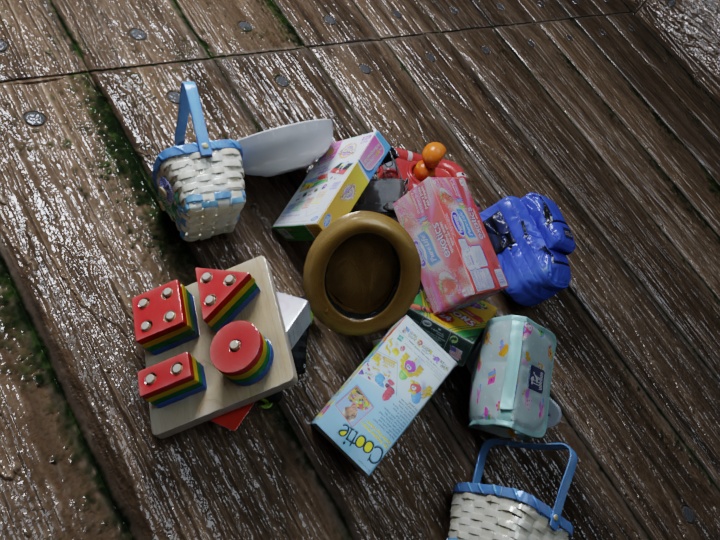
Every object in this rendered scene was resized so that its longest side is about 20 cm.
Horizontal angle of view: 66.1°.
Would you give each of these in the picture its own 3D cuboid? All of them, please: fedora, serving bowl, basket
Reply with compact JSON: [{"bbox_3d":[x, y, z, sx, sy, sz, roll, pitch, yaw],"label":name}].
[{"bbox_3d":[0.000,0.000,0.878,0.198,0.203,0.082,22,15,-14],"label":"fedora"},{"bbox_3d":[-0.138,-0.208,0.980,0.198,0.199,0.067,-20,100,-35],"label":"serving bowl"},{"bbox_3d":[-0.257,-0.165,0.872,0.137,0.176,0.203,-9,73,-24],"label":"basket"},{"bbox_3d":[0.220,0.346,0.816,0.138,0.175,0.202,35,62,-21],"label":"basket"}]

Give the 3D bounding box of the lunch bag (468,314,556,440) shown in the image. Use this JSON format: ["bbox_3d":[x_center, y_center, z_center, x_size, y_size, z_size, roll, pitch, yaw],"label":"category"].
[{"bbox_3d":[0.237,0.173,0.872,0.120,0.200,0.173,10,73,12],"label":"lunch bag"}]

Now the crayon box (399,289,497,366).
[{"bbox_3d":[0.159,0.077,0.964,0.126,0.051,0.200,28,26,17],"label":"crayon box"}]

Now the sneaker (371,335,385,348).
[{"bbox_3d":[0.105,0.159,0.945,0.197,0.067,0.092,6,73,-32],"label":"sneaker"}]

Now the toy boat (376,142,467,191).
[{"bbox_3d":[0.136,-0.208,1.143,0.197,0.131,0.132,10,53,-22],"label":"toy boat"}]

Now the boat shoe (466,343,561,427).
[{"bbox_3d":[0.269,0.209,0.997,0.199,0.062,0.072,41,88,18],"label":"boat shoe"}]

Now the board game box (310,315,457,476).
[{"bbox_3d":[0.032,0.182,0.815,0.105,0.103,0.200,42,73,3],"label":"board game box"}]

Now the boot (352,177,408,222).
[{"bbox_3d":[-0.001,-0.073,0.968,0.196,0.069,0.178,-8,82,-5],"label":"boot"}]

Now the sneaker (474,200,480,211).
[{"bbox_3d":[0.188,-0.074,1.141,0.199,0.073,0.088,-34,93,-35],"label":"sneaker"}]

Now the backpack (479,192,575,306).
[{"bbox_3d":[0.339,-0.040,1.111,0.161,0.167,0.203,6,60,-45],"label":"backpack"}]

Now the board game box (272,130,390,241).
[{"bbox_3d":[-0.051,-0.143,0.952,0.040,0.152,0.202,43,68,-30],"label":"board game box"}]

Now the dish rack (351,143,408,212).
[{"bbox_3d":[0.026,-0.130,1.037,0.151,0.055,0.203,-25,73,11],"label":"dish rack"}]

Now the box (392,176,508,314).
[{"bbox_3d":[0.145,-0.042,0.908,0.102,0.094,0.203,-8,72,-44],"label":"box"}]

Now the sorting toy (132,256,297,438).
[{"bbox_3d":[-0.204,0.084,0.735,0.196,0.070,0.202,-22,57,1],"label":"sorting toy"}]

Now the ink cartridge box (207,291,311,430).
[{"bbox_3d":[-0.184,0.104,0.778,0.160,0.058,0.201,14,43,24],"label":"ink cartridge box"}]

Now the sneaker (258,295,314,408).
[{"bbox_3d":[-0.114,0.123,0.857,0.083,0.071,0.201,51,48,-21],"label":"sneaker"}]
